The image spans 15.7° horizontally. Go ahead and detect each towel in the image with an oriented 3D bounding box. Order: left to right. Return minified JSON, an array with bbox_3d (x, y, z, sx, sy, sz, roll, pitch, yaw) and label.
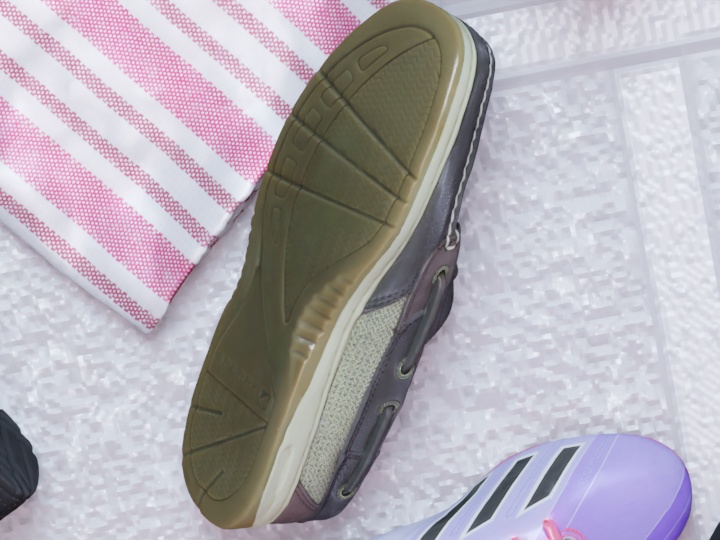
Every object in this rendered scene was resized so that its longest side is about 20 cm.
[{"bbox_3d":[-0.072,-0.095,0.923,0.146,0.030,0.200,39,100,-3],"label":"towel"}]

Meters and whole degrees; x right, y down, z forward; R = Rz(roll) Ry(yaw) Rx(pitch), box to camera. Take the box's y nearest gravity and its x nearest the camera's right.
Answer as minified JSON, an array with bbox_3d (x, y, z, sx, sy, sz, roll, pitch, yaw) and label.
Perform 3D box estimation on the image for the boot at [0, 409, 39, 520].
[{"bbox_3d":[-0.225,0.053,0.940,0.132,0.070,0.200,-42,91,14],"label":"boot"}]

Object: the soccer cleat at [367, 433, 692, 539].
[{"bbox_3d":[0.026,0.115,0.930,0.199,0.076,0.067,-20,98,7],"label":"soccer cleat"}]

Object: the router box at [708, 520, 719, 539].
[{"bbox_3d":[0.241,0.093,0.927,0.199,0.052,0.158,28,100,-2],"label":"router box"}]

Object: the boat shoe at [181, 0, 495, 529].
[{"bbox_3d":[0.000,0.001,0.918,0.066,0.072,0.202,8,112,-43],"label":"boat shoe"}]
